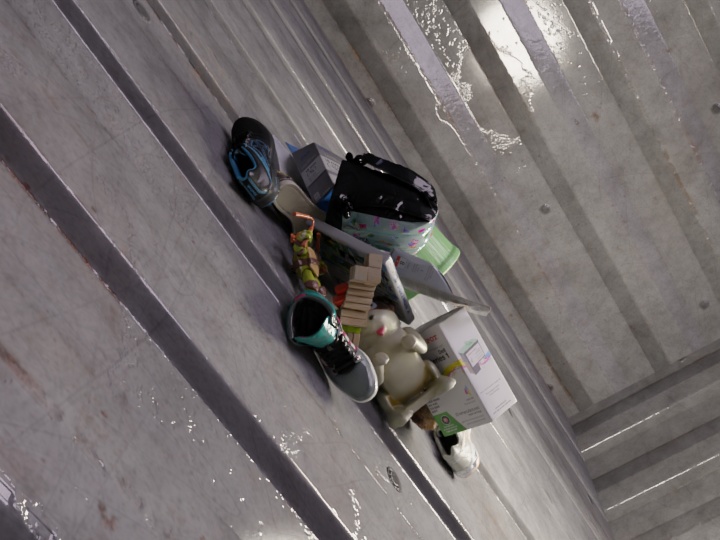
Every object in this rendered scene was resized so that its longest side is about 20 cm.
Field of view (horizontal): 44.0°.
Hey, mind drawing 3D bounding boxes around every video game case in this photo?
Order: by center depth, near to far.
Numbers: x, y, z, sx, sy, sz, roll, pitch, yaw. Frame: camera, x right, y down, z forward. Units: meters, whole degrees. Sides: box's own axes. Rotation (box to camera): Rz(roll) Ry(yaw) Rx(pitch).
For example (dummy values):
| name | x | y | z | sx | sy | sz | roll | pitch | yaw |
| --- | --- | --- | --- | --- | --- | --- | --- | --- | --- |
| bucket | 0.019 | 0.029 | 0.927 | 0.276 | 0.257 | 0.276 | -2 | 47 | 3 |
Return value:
| name | x | y | z | sx | sy | sz | roll | pitch | yaw |
| --- | --- | --- | --- | --- | --- | --- | --- | --- | --- |
| video game case | 0.000 | 0.000 | 1.612 | 0.199 | 0.022 | 0.183 | 29 | -25 | 36 |

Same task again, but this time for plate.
| name | x | y | z | sx | sy | sz | roll | pitch | yaw |
| --- | --- | --- | --- | --- | --- | --- | --- | --- | --- |
| plate | -0.121 | -0.147 | 1.771 | 0.200 | 0.032 | 0.201 | 50 | 17 | -38 |

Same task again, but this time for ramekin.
| name | x | y | z | sx | sy | sz | roll | pitch | yaw |
| --- | --- | --- | --- | --- | --- | --- | --- | --- | --- |
| ramekin | 0.127 | -0.021 | 2.096 | 0.098 | 0.199 | 0.200 | 50 | 14 | -9 |

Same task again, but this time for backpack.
| name | x | y | z | sx | sy | sz | roll | pitch | yaw |
| --- | --- | --- | --- | --- | --- | --- | --- | --- | --- |
| backpack | 0.043 | -0.114 | 1.643 | 0.127 | 0.198 | 0.168 | 106 | -2 | -52 |

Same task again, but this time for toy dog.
| name | x | y | z | sx | sy | sz | roll | pitch | yaw |
| --- | --- | --- | --- | --- | --- | --- | --- | --- | --- |
| toy dog | 0.053 | 0.143 | 1.577 | 0.201 | 0.139 | 0.194 | 58 | 0 | -10 |

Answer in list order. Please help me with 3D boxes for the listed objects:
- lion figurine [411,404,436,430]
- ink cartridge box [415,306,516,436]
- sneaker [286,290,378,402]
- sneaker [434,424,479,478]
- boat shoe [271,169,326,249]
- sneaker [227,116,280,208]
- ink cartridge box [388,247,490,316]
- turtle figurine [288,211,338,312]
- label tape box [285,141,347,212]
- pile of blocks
| name | x | y | z | sx | sy | sz | roll | pitch | yaw |
| --- | --- | --- | --- | --- | --- | --- | --- | --- | --- |
| lion figurine | 0.090 | 0.208 | 1.711 | 0.201 | 0.072 | 0.123 | 55 | 15 | -11 |
| ink cartridge box | 0.171 | 0.186 | 1.636 | 0.084 | 0.145 | 0.201 | -28 | 87 | -38 |
| sneaker | -0.047 | 0.112 | 1.358 | 0.201 | 0.083 | 0.121 | 55 | 6 | 13 |
| sneaker | 0.184 | 0.321 | 1.830 | 0.092 | 0.075 | 0.201 | 44 | 18 | -36 |
| boat shoe | -0.117 | -0.110 | 1.622 | 0.060 | 0.072 | 0.200 | 50 | -2 | 36 |
| sneaker | -0.190 | -0.205 | 1.538 | 0.082 | 0.073 | 0.201 | 42 | 21 | -49 |
| ink cartridge box | 0.146 | 0.023 | 1.622 | 0.198 | 0.051 | 0.162 | 18 | -7 | 8 |
| turtle figurine | -0.089 | -0.006 | 1.501 | 0.200 | 0.064 | 0.163 | 73 | 3 | -69 |
| label tape box | -0.057 | -0.194 | 1.816 | 0.144 | 0.063 | 0.201 | 23 | 32 | -45 |
| pile of blocks | -0.023 | 0.056 | 1.455 | 0.062 | 0.202 | 0.082 | 10 | 21 | -20 |
